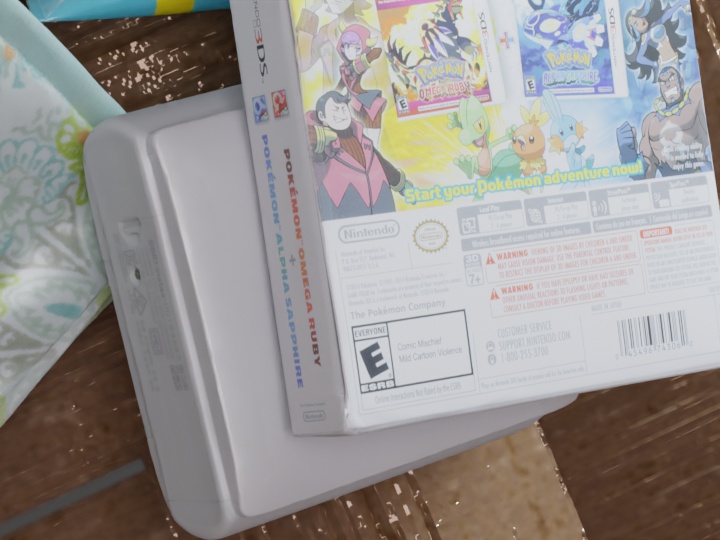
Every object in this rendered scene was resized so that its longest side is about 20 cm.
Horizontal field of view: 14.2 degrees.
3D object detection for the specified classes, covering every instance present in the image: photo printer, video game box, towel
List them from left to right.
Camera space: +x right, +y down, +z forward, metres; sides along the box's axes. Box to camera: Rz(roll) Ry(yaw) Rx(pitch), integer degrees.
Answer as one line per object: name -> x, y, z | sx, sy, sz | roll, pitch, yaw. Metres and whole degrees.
towel -> -0.173, -0.024, 1.100 | 0.171, 0.048, 0.200 | -49, 132, -7
photo printer -> 0.000, 0.000, 1.145 | 0.199, 0.069, 0.167 | -16, 96, -34
video game box -> 0.050, -0.040, 1.113 | 0.199, 0.047, 0.183 | -8, 92, -35

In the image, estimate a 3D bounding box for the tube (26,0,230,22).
tube -> -0.040, -0.131, 1.162 | 0.199, 0.077, 0.051 | -8, 119, -14
